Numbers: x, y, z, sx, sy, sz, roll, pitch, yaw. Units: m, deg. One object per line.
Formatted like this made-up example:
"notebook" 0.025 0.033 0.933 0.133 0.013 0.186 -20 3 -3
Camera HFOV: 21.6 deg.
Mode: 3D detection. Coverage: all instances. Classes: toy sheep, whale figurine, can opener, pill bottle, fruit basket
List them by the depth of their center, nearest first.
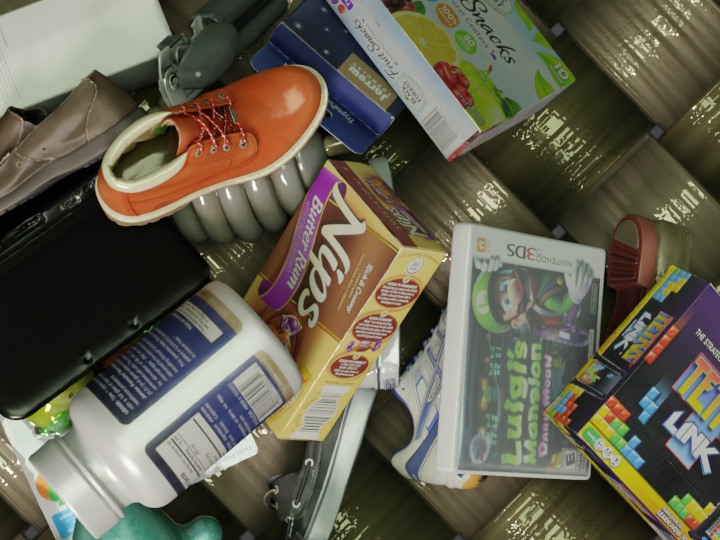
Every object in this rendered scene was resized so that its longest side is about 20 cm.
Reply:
"pill bottle" -0.152 0.110 1.445 0.200 0.111 0.111 -40 90 -11
"whale figurine" -0.185 0.237 1.511 0.159 0.104 0.200 -16 108 -8
"can opener" -0.102 -0.191 1.531 0.067 0.200 0.053 2 122 28
"fruit basket" -0.206 0.100 1.546 0.185 0.094 0.200 -24 92 -6
"toy sheep" -0.098 -0.089 1.550 0.200 0.138 0.138 -12 87 10

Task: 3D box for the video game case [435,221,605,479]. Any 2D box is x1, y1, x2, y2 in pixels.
"video game case" 0.136 0.070 1.558 0.182 0.023 0.200 9 84 -45

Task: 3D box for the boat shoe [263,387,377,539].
"boat shoe" -0.046 0.179 1.567 0.066 0.070 0.200 18 84 3

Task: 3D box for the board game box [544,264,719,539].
"board game box" 0.270 0.122 1.559 0.165 0.057 0.200 -48 122 -5

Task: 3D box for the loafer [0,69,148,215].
"loafer" -0.263 -0.097 1.496 0.200 0.073 0.071 -28 97 12

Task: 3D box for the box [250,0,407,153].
"box" 0.006 -0.190 1.559 0.121 0.032 0.200 40 47 -2

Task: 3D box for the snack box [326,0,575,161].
"snack box" 0.066 -0.201 1.547 0.142 0.053 0.200 -31 82 -45

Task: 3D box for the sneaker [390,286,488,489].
"sneaker" 0.067 0.080 1.579 0.088 0.075 0.200 2 78 17

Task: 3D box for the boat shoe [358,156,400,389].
"boat shoe" 0.000 0.000 1.571 0.065 0.074 0.200 -1 70 1

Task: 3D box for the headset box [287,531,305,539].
"headset box" -0.051 0.333 1.502 0.200 0.093 0.174 -41 128 -7

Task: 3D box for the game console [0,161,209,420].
"game console" -0.250 0.012 1.506 0.200 0.176 0.116 -37 106 -19

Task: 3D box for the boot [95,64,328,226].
"boot" -0.111 -0.103 1.438 0.200 0.107 0.075 -31 81 -9

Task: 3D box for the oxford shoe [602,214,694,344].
"oxford shoe" 0.251 0.055 1.603 0.075 0.070 0.200 5 94 -23

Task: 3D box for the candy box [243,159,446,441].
"candy box" -0.027 0.025 1.514 0.117 0.056 0.200 51 121 36

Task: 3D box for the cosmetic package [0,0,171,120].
"cosmetic package" -0.256 -0.173 1.553 0.200 0.108 0.085 -21 86 -5
